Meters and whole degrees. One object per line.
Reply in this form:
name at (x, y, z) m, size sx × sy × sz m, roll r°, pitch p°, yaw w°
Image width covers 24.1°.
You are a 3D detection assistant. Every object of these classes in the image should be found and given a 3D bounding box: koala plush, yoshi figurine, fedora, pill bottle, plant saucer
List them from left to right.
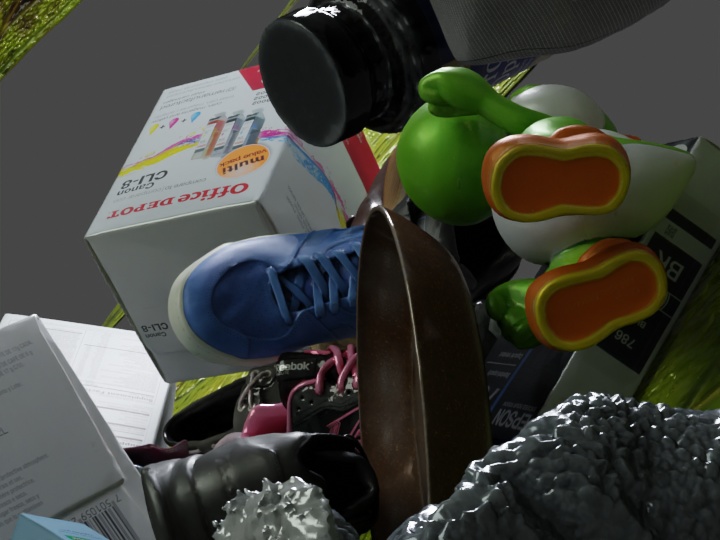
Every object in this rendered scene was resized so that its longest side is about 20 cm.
pill bottle at (0.037, -0.155, 1.087) m, size 0.200 × 0.112 × 0.112 m, roll -30°, pitch -3°, yaw -32°
plant saucer at (0.027, 0.070, 0.744) m, size 0.200 × 0.034 × 0.200 m, roll 176°, pitch 90°, yaw -82°
koala plush at (0.036, 0.128, 0.503) m, size 0.184 × 0.177 × 0.200 m, roll -49°, pitch 9°, yaw -22°
yoshi figurine at (0.064, -0.034, 0.732) m, size 0.112 × 0.112 × 0.200 m, roll -59°, pitch 10°, yaw 14°
fedora at (0.107, -0.173, 0.982) m, size 0.200 × 0.090 × 0.177 m, roll -19°, pitch 10°, yaw -18°

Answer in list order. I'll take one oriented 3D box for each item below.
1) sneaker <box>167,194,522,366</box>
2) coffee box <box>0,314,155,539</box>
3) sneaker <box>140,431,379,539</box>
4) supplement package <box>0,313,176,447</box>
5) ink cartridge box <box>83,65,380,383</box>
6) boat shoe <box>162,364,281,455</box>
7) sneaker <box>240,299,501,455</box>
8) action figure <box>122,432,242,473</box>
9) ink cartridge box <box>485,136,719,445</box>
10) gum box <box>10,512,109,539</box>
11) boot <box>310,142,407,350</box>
sneaker at (0.000, -0.001, 0.924) m, size 0.111 × 0.200 × 0.077 m, roll -32°, pitch 68°, yaw 52°
coffee box at (-0.247, 0.183, 0.981) m, size 0.200 × 0.200 × 0.198 m, roll -24°, pitch -15°, yaw -43°
sneaker at (-0.027, 0.116, 0.795) m, size 0.091 × 0.076 × 0.200 m, roll -23°, pitch -14°, yaw 10°
supplement package at (-0.231, 0.151, 1.316) m, size 0.200 × 0.151 × 0.152 m, roll -88°, pitch 7°, yaw -66°
ink cartridge box at (-0.085, -0.039, 1.248) m, size 0.145 × 0.145 × 0.200 m, roll -11°, pitch 35°, yaw 22°
boat shoe at (-0.086, 0.105, 1.206) m, size 0.200 × 0.057 × 0.067 m, roll -38°, pitch 23°, yaw 55°
sneaker at (0.003, 0.068, 0.895) m, size 0.200 × 0.095 × 0.079 m, roll -43°, pitch 17°, yaw 41°
action figure at (-0.139, 0.178, 1.126) m, size 0.149 × 0.134 × 0.200 m, roll -27°, pitch -26°, yaw -21°
ink cartridge box at (0.096, 0.034, 0.759) m, size 0.200 × 0.039 × 0.099 m, roll -60°, pitch 14°, yaw -10°
gum box at (-0.118, 0.223, 0.767) m, size 0.200 × 0.045 × 0.170 m, roll 18°, pitch 88°, yaw 47°
boot at (0.013, 0.003, 1.123) m, size 0.200 × 0.072 × 0.166 m, roll -64°, pitch 3°, yaw -22°
